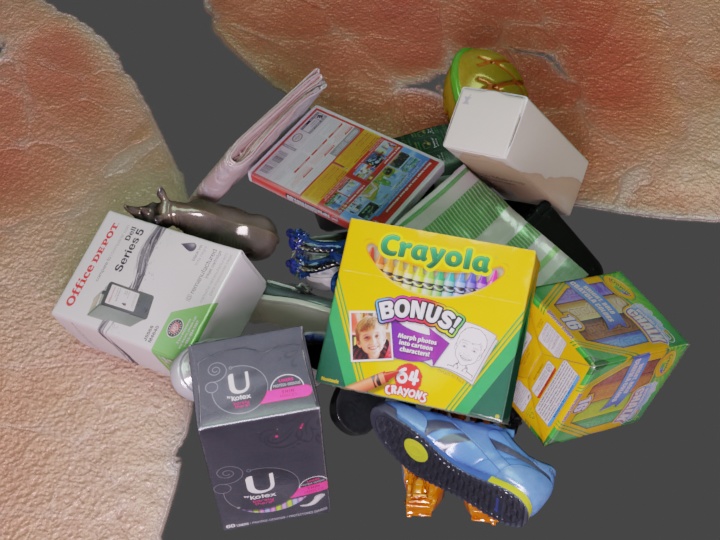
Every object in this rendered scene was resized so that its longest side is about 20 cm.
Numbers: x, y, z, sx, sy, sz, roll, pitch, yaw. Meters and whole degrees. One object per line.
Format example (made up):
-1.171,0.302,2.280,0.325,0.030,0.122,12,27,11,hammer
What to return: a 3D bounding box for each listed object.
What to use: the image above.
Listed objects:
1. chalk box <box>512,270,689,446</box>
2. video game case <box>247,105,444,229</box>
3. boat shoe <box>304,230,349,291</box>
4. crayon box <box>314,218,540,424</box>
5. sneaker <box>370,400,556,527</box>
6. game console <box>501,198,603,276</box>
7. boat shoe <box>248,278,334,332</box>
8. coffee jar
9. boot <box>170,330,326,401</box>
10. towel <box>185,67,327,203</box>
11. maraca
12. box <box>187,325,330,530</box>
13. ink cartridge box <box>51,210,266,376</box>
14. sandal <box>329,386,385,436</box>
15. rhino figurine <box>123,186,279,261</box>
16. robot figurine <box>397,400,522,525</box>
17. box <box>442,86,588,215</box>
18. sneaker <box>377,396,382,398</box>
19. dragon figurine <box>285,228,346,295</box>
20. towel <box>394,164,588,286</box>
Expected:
0.258,0.090,1.340,0.199,0.125,0.124,-8,45,-36,chalk box
-0.018,-0.120,1.503,0.199,0.018,0.143,27,57,26,video game case
0.018,-0.036,1.487,0.201,0.065,0.074,-21,26,-30,boat shoe
0.070,0.051,1.266,0.198,0.058,0.174,10,84,15,crayon box
0.105,0.182,1.261,0.199,0.066,0.078,28,51,20,sneaker
0.161,0.011,1.498,0.200,0.116,0.176,-41,90,-26,game console
-0.083,0.032,1.459,0.198,0.073,0.062,10,55,18,boat shoe
0.031,-0.115,1.563,0.198,0.086,0.105,-12,49,-5,coffee jar
-0.099,0.094,1.326,0.199,0.095,0.074,-4,74,-41,boot
-0.136,-0.149,1.544,0.032,0.200,0.191,45,59,-3,towel
0.164,-0.204,1.611,0.107,0.137,0.202,-29,48,38,maraca
-0.101,0.165,1.267,0.121,0.201,0.107,-10,50,-5,box
-0.232,0.032,1.419,0.199,0.084,0.146,16,69,27,ink cartridge box
0.028,0.093,1.394,0.075,0.048,0.202,33,60,-25,sandal
-0.188,-0.054,1.479,0.198,0.087,0.060,16,73,-24,rhino figurine
0.107,0.174,1.340,0.143,0.058,0.201,4,52,5,robot figurine
0.190,-0.141,1.487,0.094,0.200,0.078,16,82,36,box
0.089,0.068,1.344,0.200,0.079,0.074,-46,29,2,sneaker
0.000,0.000,1.365,0.099,0.059,0.199,-24,38,-35,dragon figurine
0.145,-0.017,1.425,0.200,0.023,0.152,42,62,12,towel
